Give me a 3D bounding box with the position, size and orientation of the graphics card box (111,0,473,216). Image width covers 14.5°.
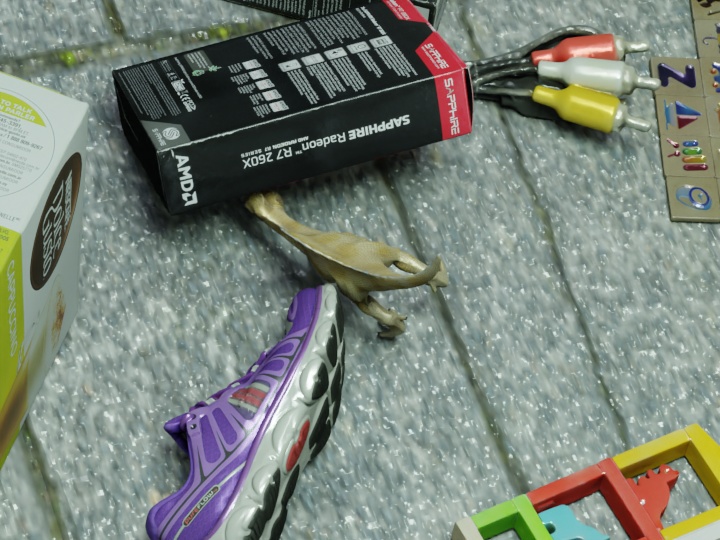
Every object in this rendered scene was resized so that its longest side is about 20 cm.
[{"bbox_3d":[-0.043,-0.105,1.748,0.199,0.051,0.126,-15,32,-13],"label":"graphics card box"}]

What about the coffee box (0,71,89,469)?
[{"bbox_3d":[-0.278,0.003,1.584,0.199,0.200,0.198,19,54,6],"label":"coffee box"}]

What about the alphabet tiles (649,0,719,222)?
[{"bbox_3d":[0.274,-0.111,1.867,0.166,0.008,0.201,2,54,-7],"label":"alphabet tiles"}]

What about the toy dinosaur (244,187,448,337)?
[{"bbox_3d":[0.000,0.000,1.681,0.200,0.101,0.058,27,89,49],"label":"toy dinosaur"}]

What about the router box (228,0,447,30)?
[{"bbox_3d":[0.002,-0.250,1.898,0.149,0.051,0.201,16,54,5],"label":"router box"}]

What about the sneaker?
[{"bbox_3d":[-0.065,0.082,1.637,0.083,0.081,0.200,17,52,15],"label":"sneaker"}]

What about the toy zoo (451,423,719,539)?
[{"bbox_3d":[0.170,0.166,1.643,0.199,0.020,0.131,-20,60,-22],"label":"toy zoo"}]

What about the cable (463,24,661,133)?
[{"bbox_3d":[0.092,-0.132,1.827,0.199,0.050,0.097,6,52,-4],"label":"cable"}]
